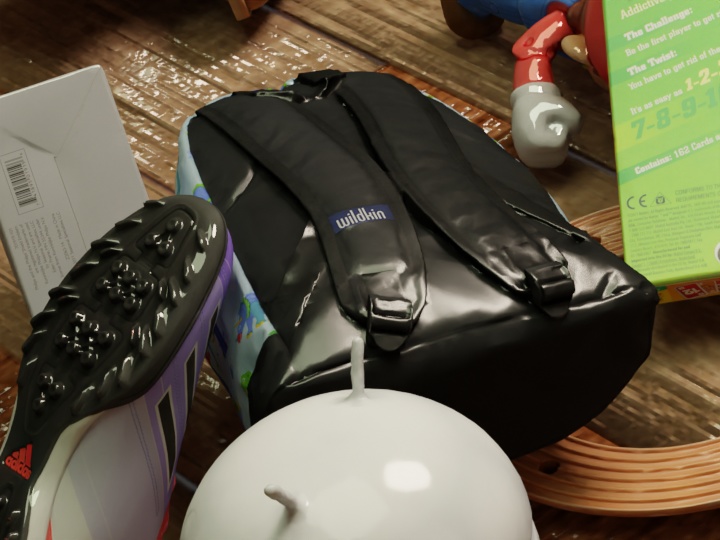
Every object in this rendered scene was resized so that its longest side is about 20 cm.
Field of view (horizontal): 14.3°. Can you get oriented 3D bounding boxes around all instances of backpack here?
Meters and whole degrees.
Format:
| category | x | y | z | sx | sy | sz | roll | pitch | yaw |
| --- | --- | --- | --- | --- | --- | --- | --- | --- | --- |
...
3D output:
| category | x | y | z | sx | sy | sz | roll | pitch | yaw |
| --- | --- | --- | --- | --- | --- | --- | --- | --- | --- |
| backpack | 0.000 | 0.000 | 1.122 | 0.163 | 0.154 | 0.200 | -16 | 50 | -19 |

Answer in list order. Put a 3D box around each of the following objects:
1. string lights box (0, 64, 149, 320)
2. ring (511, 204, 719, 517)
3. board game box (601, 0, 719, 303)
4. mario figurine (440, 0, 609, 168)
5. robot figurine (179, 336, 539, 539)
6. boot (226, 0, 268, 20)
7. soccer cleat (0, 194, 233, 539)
| category | x | y | z | sx | sy | sz | roll | pitch | yaw |
| --- | --- | --- | --- | --- | --- | --- | --- | --- | --- |
| string lights box | -0.116 | -0.023 | 1.174 | 0.059 | 0.103 | 0.200 | -19 | 3 | -4 |
| ring | 0.126 | 0.034 | 1.155 | 0.200 | 0.019 | 0.200 | -11 | 36 | 8 |
| board game box | 0.151 | -0.086 | 1.191 | 0.095 | 0.030 | 0.200 | -9 | 67 | 14 |
| mario figurine | 0.114 | -0.105 | 1.321 | 0.106 | 0.124 | 0.200 | 18 | 12 | -29 |
| robot figurine | 0.008 | 0.120 | 0.925 | 0.113 | 0.200 | 0.170 | -4 | 38 | 15 |
| boot | 0.002 | -0.203 | 1.468 | 0.155 | 0.074 | 0.200 | -11 | 32 | 16 |
| soccer cleat | -0.094 | 0.067 | 1.062 | 0.068 | 0.073 | 0.200 | 29 | 93 | 46 |
